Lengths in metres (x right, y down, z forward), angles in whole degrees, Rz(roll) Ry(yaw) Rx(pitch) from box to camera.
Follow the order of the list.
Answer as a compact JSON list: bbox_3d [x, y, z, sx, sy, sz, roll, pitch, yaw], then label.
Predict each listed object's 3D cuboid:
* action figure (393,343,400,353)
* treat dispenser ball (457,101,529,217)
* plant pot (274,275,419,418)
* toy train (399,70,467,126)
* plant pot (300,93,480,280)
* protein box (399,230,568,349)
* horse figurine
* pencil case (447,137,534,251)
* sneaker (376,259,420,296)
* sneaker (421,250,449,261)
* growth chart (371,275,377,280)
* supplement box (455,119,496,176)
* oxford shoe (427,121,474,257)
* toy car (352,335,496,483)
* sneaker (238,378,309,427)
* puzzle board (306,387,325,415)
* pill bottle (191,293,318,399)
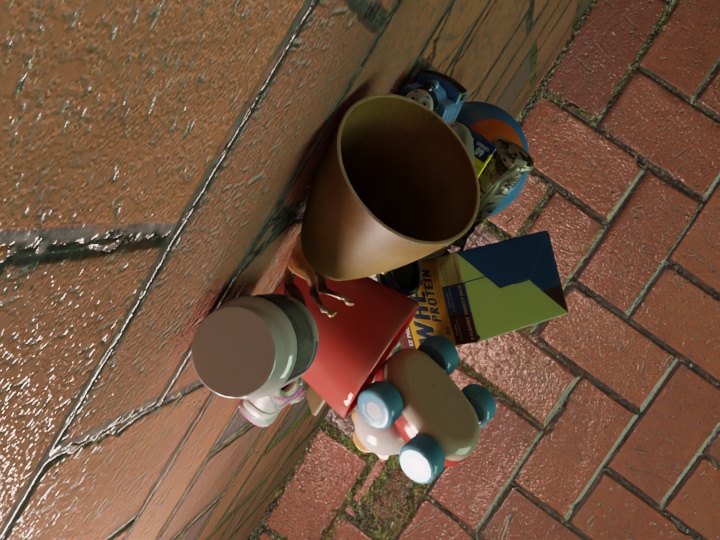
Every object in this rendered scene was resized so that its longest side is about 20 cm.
[{"bbox_3d":[0.007,0.067,1.604,0.054,0.199,0.120,-8,116,-42],"label":"action figure"},{"bbox_3d":[0.195,-0.191,1.607,0.202,0.199,0.201,-54,173,-10],"label":"treat dispenser ball"},{"bbox_3d":[-0.038,0.079,1.327,0.202,0.176,0.201,-54,173,-9],"label":"plant pot"},{"bbox_3d":[0.084,-0.209,1.264,0.116,0.086,0.200,-67,170,20],"label":"toy train"},{"bbox_3d":[0.011,-0.073,1.087,0.187,0.186,0.200,-50,-174,-38],"label":"plant pot"},{"bbox_3d":[0.180,0.035,1.464,0.196,0.138,0.199,-13,178,-33],"label":"protein box"},{"bbox_3d":[-0.035,-0.020,1.211,0.200,0.132,0.050,-45,159,-8],"label":"horse figurine"},{"bbox_3d":[0.192,-0.124,1.476,0.201,0.077,0.090,-51,-148,31],"label":"pencil case"},{"bbox_3d":[0.053,-0.057,1.341,0.077,0.203,0.089,-20,-167,-18],"label":"sneaker"},{"bbox_3d":[0.059,-0.032,1.640,0.199,0.116,0.076,-15,-148,45],"label":"sneaker"},{"bbox_3d":[0.000,0.000,1.438,0.201,0.143,0.018,-58,-163,30],"label":"growth chart"},{"bbox_3d":[0.105,-0.145,1.444,0.202,0.108,0.110,-58,-164,12],"label":"supplement box"},{"bbox_3d":[0.129,-0.118,1.352,0.058,0.074,0.204,176,-73,-81],"label":"oxford shoe"},{"bbox_3d":[0.062,0.227,1.349,0.184,0.178,0.200,-32,171,-46],"label":"toy car"},{"bbox_3d":[-0.127,0.186,1.586,0.089,0.081,0.200,-58,174,31],"label":"sneaker"},{"bbox_3d":[-0.064,0.147,1.673,0.152,0.017,0.201,-59,-154,17],"label":"puzzle board"},{"bbox_3d":[-0.118,0.085,1.057,0.115,0.113,0.200,-56,173,4],"label":"pill bottle"}]
